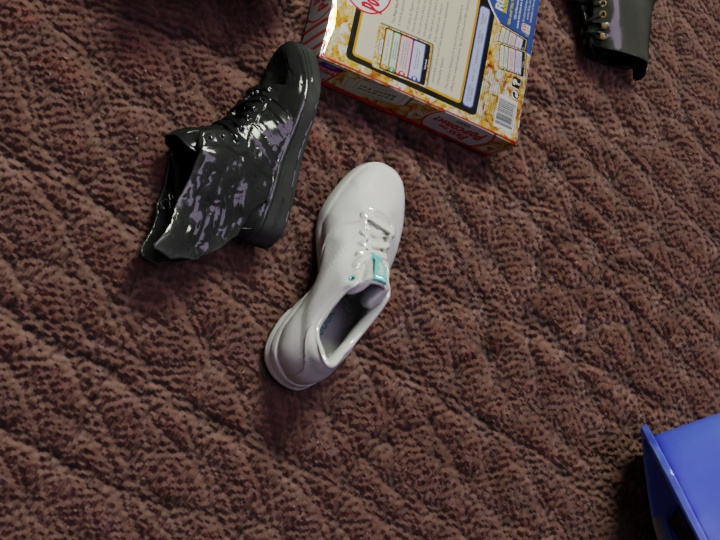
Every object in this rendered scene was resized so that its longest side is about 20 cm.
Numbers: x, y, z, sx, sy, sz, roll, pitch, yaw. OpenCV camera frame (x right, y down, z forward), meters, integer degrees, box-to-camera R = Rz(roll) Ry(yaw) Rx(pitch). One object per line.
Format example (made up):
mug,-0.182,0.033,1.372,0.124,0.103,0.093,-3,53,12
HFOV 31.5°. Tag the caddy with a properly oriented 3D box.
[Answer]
caddy,0.305,0.215,1.089,0.105,0.141,0.201,-27,74,7

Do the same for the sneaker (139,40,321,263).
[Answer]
sneaker,-0.097,-0.093,0.961,0.104,0.060,0.201,18,75,-32

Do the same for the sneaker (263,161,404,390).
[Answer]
sneaker,0.000,0.000,0.986,0.075,0.088,0.201,31,66,-21

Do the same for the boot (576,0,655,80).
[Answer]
boot,0.205,-0.270,1.174,0.199,0.077,0.139,15,78,-27

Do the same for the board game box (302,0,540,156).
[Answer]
board game box,0.054,-0.204,1.082,0.199,0.046,0.152,21,71,-27
